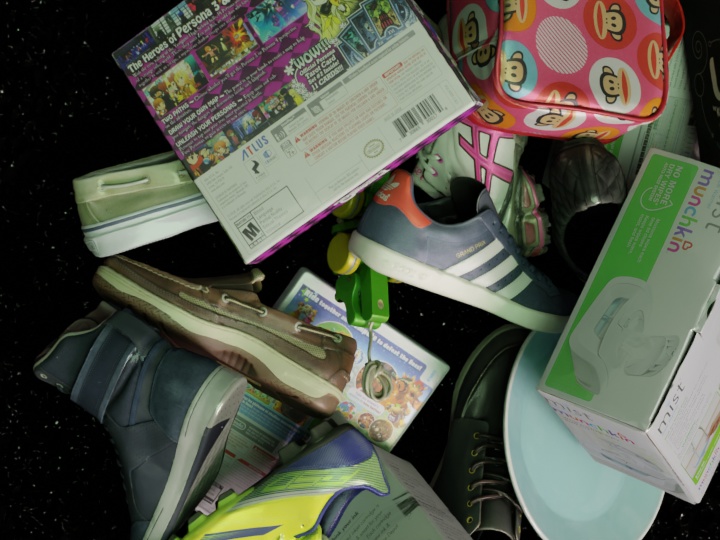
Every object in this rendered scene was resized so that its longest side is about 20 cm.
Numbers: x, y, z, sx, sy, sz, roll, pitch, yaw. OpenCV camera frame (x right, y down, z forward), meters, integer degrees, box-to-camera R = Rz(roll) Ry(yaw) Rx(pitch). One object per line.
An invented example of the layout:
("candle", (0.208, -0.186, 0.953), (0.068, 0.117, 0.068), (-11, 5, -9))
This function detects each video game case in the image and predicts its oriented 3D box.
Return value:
("video game case", (-0.045, -0.133, 1.611), (0.200, 0.036, 0.181), (-35, 83, 12))
("video game case", (-0.045, 0.116, 1.765), (0.143, 0.018, 0.200), (34, 95, -19))

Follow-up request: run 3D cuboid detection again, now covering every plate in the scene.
("plate", (0.168, 0.124, 1.770), (0.200, 0.026, 0.201), (8, 78, -45))

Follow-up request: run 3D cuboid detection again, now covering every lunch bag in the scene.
("lunch bag", (0.152, -0.194, 1.654), (0.176, 0.082, 0.201), (6, 74, -25))

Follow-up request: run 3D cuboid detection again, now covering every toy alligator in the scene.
("toy alligator", (0.000, 0.000, 1.702), (0.059, 0.054, 0.201), (10, 76, -35))

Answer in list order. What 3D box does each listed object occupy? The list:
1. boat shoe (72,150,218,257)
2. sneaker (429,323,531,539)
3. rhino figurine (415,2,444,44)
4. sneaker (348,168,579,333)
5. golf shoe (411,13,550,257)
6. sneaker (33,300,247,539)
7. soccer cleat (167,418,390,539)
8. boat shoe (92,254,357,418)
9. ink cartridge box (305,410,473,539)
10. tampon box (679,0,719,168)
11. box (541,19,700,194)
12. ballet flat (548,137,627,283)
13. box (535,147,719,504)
("boat shoe", (-0.111, -0.070, 1.671), (0.200, 0.072, 0.062), (-21, 103, -6))
("sneaker", (0.107, 0.146, 1.762), (0.075, 0.106, 0.200), (14, 102, -17))
("rhino figurine", (-0.024, -0.194, 1.661), (0.200, 0.060, 0.087), (43, 100, -10))
("sneaker", (0.092, -0.017, 1.675), (0.200, 0.075, 0.085), (19, 97, -31))
("golf shoe", (0.079, -0.092, 1.708), (0.092, 0.073, 0.200), (-16, 108, -8))
("sneaker", (-0.172, 0.113, 1.688), (0.146, 0.077, 0.203), (29, 131, 9))
("soccer cleat", (-0.068, 0.191, 1.688), (0.200, 0.065, 0.084), (-38, 84, 9))
("boat shoe", (-0.096, 0.032, 1.701), (0.202, 0.075, 0.075), (29, 77, -7))
("ink cartridge box", (0.014, 0.211, 1.714), (0.116, 0.200, 0.067), (-49, 140, 11))
("tampon box", (0.320, -0.167, 1.671), (0.126, 0.150, 0.201), (-7, 87, -18))
("box", (0.249, -0.113, 1.764), (0.199, 0.036, 0.145), (11, 102, -17))
("ballet flat", (0.171, -0.028, 1.710), (0.066, 0.057, 0.200), (-8, 151, 10))
("box", (0.231, 0.043, 1.683), (0.200, 0.097, 0.176), (-64, 152, -11))
